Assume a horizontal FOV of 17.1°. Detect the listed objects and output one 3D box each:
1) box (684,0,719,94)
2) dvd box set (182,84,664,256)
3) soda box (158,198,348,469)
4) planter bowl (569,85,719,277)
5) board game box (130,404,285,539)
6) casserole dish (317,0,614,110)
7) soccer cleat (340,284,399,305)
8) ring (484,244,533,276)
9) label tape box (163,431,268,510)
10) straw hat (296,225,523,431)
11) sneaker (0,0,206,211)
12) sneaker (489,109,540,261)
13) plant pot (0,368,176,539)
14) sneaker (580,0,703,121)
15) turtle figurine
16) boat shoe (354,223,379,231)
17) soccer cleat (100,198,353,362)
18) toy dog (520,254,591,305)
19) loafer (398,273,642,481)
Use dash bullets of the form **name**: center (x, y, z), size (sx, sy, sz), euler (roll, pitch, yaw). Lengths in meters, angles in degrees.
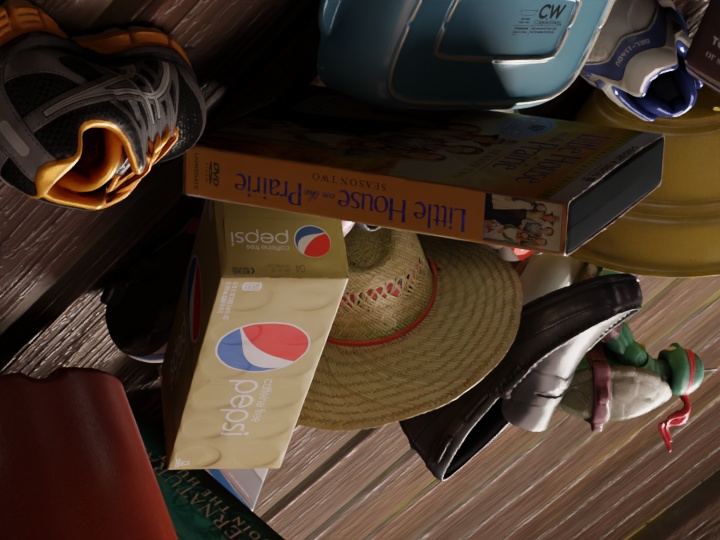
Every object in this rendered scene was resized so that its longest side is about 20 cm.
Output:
- **box**: center (0.316, -0.166, 1.324), size (0.166, 0.164, 0.201), euler (-12, 131, -50)
- **dvd box set**: center (0.033, -0.052, 1.179), size (0.146, 0.199, 0.030), euler (-32, 128, -59)
- **soda box**: center (-0.060, 0.032, 1.273), size (0.067, 0.064, 0.200), euler (1, 146, -14)
- **planter bowl**: center (0.201, -0.081, 1.537), size (0.200, 0.200, 0.084), euler (-23, 126, -32)
- **board game box**: center (-0.129, 0.171, 1.484), size (0.135, 0.200, 0.028), euler (-30, 150, -44)
- **casserole dish**: center (0.062, -0.130, 1.189), size (0.200, 0.039, 0.122), euler (-5, 128, -47)
- **soccer cleat**: center (-0.042, 0.038, 1.552), size (0.200, 0.076, 0.067), euler (-37, 120, -1)
- **ring**: center (0.040, 0.031, 1.572), size (0.200, 0.019, 0.201), euler (-37, -165, 12)
- **label tape box**: center (-0.133, 0.150, 1.664), size (0.143, 0.066, 0.200), euler (-37, -170, 13)
- **straw hat**: center (0.000, 0.000, 1.423), size (0.200, 0.201, 0.085), euler (-28, 125, -17)
- **sneaker**: center (-0.120, -0.062, 1.061), size (0.078, 0.077, 0.200), euler (-40, 165, 18)
- **sneaker**: center (0.081, -0.058, 1.432), size (0.070, 0.094, 0.200), euler (-35, 164, 7)
- **plant pot**: center (-0.180, 0.170, 1.334), size (0.200, 0.196, 0.201), euler (-15, 163, -5)
- **sneaker**: center (0.164, -0.121, 1.420), size (0.075, 0.088, 0.200), euler (-38, 165, 13)
- **turtle figurine**: center (0.157, 0.057, 1.623), size (0.199, 0.101, 0.150), euler (-2, 134, -6)
- **boat shoe**: center (0.037, -0.096, 1.287), size (0.072, 0.063, 0.200), euler (-14, 154, -42)
- **soccer cleat**: center (-0.059, -0.013, 1.339), size (0.200, 0.070, 0.086), euler (-34, 158, 32)
- **toy dog**: center (0.102, 0.017, 1.710), size (0.200, 0.132, 0.096), euler (-34, -157, 20)
- **loafer**: center (0.105, 0.066, 1.514), size (0.200, 0.071, 0.068), euler (-36, 160, 35)
